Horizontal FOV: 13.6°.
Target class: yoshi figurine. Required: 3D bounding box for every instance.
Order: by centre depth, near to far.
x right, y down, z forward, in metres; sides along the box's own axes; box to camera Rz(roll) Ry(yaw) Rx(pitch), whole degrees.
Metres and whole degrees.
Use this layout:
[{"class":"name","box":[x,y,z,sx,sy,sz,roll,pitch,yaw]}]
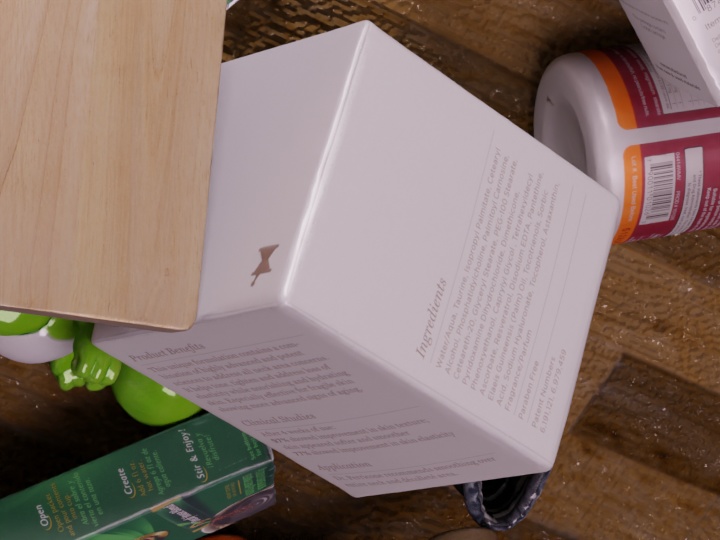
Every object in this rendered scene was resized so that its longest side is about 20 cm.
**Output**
[{"class":"yoshi figurine","box":[-0.153,0.041,1.640,0.199,0.113,0.112,1,135,-24]}]

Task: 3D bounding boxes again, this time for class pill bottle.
[{"class":"pill bottle","box":[0.207,-0.080,1.697,0.199,0.110,0.110,-9,122,-16]}]

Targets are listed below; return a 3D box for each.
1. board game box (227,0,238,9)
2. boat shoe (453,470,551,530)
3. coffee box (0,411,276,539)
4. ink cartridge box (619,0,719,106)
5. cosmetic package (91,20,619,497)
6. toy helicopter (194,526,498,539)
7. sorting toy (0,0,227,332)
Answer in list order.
[{"class":"board game box","box":[-0.161,-0.165,1.554,0.200,0.026,0.200,-39,125,5]},{"class":"boat shoe","box":[0.086,0.048,1.738,0.070,0.091,0.201,-3,120,-19]},{"class":"coffee box","box":[-0.145,0.141,1.695,0.199,0.044,0.123,-22,165,-8]},{"class":"ink cartridge box","box":[0.181,-0.210,1.535,0.146,0.084,0.201,-34,115,-8]},{"class":"cosmetic package","box":[0.000,0.000,1.592,0.200,0.167,0.167,33,63,-33]},{"class":"toy helicopter","box":[-0.005,0.192,1.777,0.199,0.079,0.132,-19,154,20]},{"class":"sorting toy","box":[-0.176,-0.078,1.498,0.198,0.070,0.201,8,81,-19]}]
